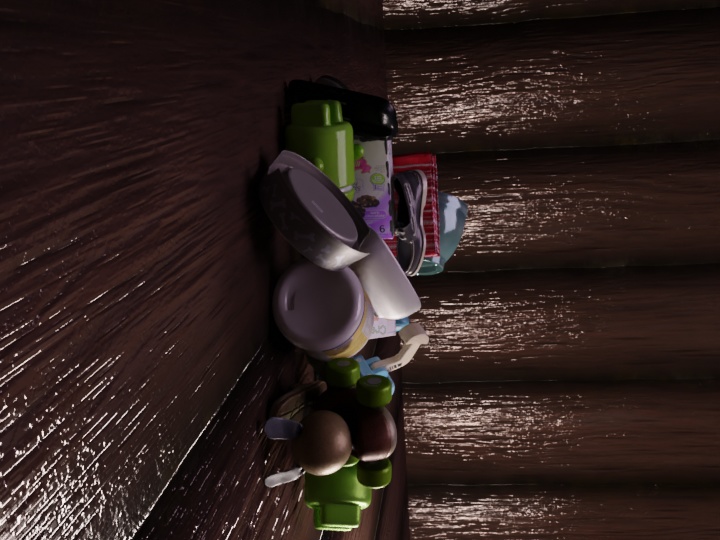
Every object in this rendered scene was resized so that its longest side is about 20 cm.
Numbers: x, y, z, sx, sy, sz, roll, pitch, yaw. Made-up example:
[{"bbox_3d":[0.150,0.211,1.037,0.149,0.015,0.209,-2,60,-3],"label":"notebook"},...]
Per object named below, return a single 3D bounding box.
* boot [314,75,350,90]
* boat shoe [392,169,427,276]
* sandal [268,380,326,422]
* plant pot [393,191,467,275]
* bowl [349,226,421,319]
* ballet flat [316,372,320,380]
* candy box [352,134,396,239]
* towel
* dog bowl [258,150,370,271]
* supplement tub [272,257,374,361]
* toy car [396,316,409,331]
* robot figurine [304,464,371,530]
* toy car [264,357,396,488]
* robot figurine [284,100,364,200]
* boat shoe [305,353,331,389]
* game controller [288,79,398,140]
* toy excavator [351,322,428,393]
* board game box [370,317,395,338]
[{"bbox_3d":[-0.056,-0.288,1.593,0.200,0.130,0.068,49,-33,12],"label":"boot"},{"bbox_3d":[0.080,-0.087,1.524,0.072,0.062,0.203,20,-68,49],"label":"boat shoe"},{"bbox_3d":[-0.102,0.213,1.286,0.200,0.053,0.082,6,94,-68],"label":"sandal"},{"bbox_3d":[0.117,-0.069,1.674,0.200,0.197,0.136,65,30,-72],"label":"plant pot"},{"bbox_3d":[0.000,0.000,1.450,0.199,0.075,0.201,27,-27,54],"label":"bowl"},{"bbox_3d":[-0.052,0.268,1.619,0.067,0.056,0.203,-74,161,-64],"label":"ballet flat"},{"bbox_3d":[-0.023,-0.162,1.516,0.072,0.165,0.202,-75,162,-59],"label":"candy box"},{"bbox_3d":[0.082,-0.125,1.576,0.022,0.143,0.203,-23,111,-61],"label":"towel"},{"bbox_3d":[-0.068,-0.083,1.200,0.200,0.059,0.201,41,19,-17],"label":"dog bowl"},{"bbox_3d":[-0.054,0.068,1.317,0.200,0.143,0.148,61,29,-75],"label":"supplement tub"},{"bbox_3d":[-0.005,0.029,1.688,0.200,0.175,0.187,37,40,-65],"label":"toy car"},{"bbox_3d":[-0.039,0.343,1.420,0.176,0.114,0.203,122,-28,-61],"label":"robot figurine"},{"bbox_3d":[-0.060,0.246,1.213,0.157,0.198,0.167,21,-63,50],"label":"toy car"},{"bbox_3d":[-0.068,-0.182,1.374,0.175,0.114,0.203,-35,126,-61],"label":"robot figurine"},{"bbox_3d":[-0.033,0.187,1.430,0.068,0.075,0.200,34,13,-33],"label":"boat shoe"},{"bbox_3d":[-0.031,-0.276,1.403,0.105,0.198,0.042,81,29,-55],"label":"game controller"},{"bbox_3d":[0.041,0.208,1.685,0.100,0.198,0.196,52,-28,41],"label":"toy excavator"},{"bbox_3d":[-0.015,0.072,1.581,0.198,0.034,0.128,-5,93,-41],"label":"board game box"}]
